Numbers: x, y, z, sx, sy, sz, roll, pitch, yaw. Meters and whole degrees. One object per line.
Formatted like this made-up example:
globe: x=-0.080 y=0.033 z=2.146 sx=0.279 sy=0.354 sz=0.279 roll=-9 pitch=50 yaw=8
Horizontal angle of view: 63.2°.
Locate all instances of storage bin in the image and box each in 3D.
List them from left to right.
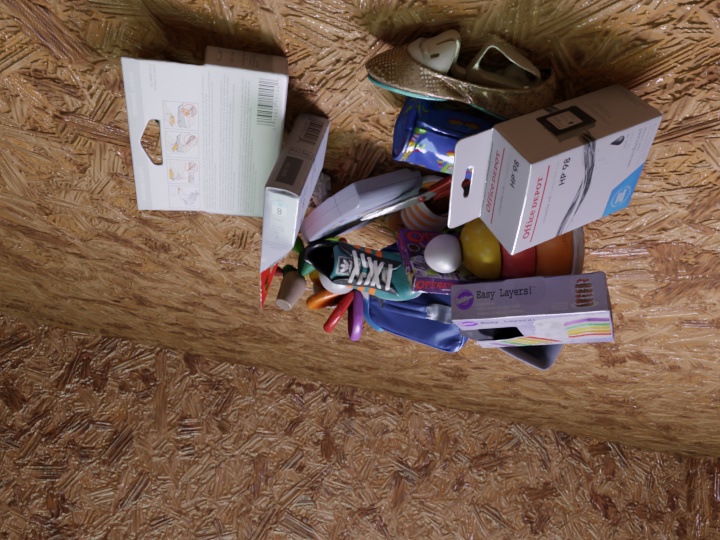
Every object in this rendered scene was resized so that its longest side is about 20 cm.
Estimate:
storage bin: x=0.295 y=0.078 z=1.127 sx=0.197 sy=0.149 sz=0.133 roll=26 pitch=-177 yaw=-37

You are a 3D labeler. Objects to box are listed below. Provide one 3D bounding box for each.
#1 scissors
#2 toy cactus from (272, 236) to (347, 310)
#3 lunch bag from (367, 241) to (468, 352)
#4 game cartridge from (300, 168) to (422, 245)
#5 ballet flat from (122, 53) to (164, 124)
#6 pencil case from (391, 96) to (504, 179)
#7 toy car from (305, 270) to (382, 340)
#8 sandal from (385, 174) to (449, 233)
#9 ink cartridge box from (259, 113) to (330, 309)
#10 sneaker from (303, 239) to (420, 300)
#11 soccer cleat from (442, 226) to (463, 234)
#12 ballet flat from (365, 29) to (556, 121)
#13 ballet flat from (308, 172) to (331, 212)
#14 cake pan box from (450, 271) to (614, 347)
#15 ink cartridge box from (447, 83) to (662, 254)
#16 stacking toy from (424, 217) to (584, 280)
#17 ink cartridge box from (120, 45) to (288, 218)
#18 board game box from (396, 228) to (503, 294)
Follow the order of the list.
scissors: x=0.096 y=-0.099 z=0.789 sx=0.196 sy=0.014 sz=0.073 roll=-29 pitch=148 yaw=23
toy cactus: x=-0.108 y=-0.011 z=1.046 sx=0.197 sy=0.168 sz=0.102 roll=-18 pitch=127 yaw=45
lunch bag: x=0.099 y=0.030 z=0.920 sx=0.195 sy=0.141 sz=0.131 roll=14 pitch=-157 yaw=28
game cartridge: x=-0.011 y=-0.089 z=0.857 sx=0.131 sy=0.043 sz=0.199 roll=-25 pitch=179 yaw=-30
ballet flat: x=-0.211 y=-0.183 z=0.735 sx=0.076 sy=0.063 sz=0.201 roll=51 pitch=179 yaw=36
pencil case: x=0.133 y=-0.142 z=0.666 sx=0.193 sy=0.081 sz=0.087 roll=13 pitch=174 yaw=-7
toy car: x=-0.018 y=0.063 z=1.194 sx=0.193 sy=0.155 sz=0.175 roll=13 pitch=160 yaw=-6
sandal: x=0.094 y=-0.078 z=0.890 sx=0.077 sy=0.061 sz=0.206 roll=15 pitch=160 yaw=-15
ink cartridge box: x=-0.086 y=-0.070 z=0.752 sx=0.046 sy=0.163 sz=0.204 roll=12 pitch=134 yaw=1
sneaker: x=0.000 y=0.000 z=0.859 sx=0.195 sy=0.074 sz=0.079 roll=14 pitch=-172 yaw=32
soccer cleat: x=0.148 y=-0.037 z=1.000 sx=0.195 sy=0.067 sz=0.083 roll=-10 pitch=-177 yaw=35
ballet flat: x=0.103 y=-0.199 z=0.577 sx=0.193 sy=0.072 sz=0.066 roll=11 pitch=135 yaw=-8
ballet flat: x=-0.131 y=-0.137 z=0.841 sx=0.194 sy=0.074 sz=0.071 roll=18 pitch=159 yaw=-19
cake pan box: x=0.225 y=0.057 z=0.765 sx=0.193 sy=0.054 sz=0.184 roll=-5 pitch=159 yaw=23
ink cartridge box: x=0.189 y=-0.095 z=0.586 sx=0.195 sy=0.067 sz=0.118 roll=-21 pitch=140 yaw=-15
stacking toy: x=0.178 y=-0.038 z=0.762 sx=0.192 sy=0.151 sz=0.147 roll=-7 pitch=160 yaw=1
ink cartridge box: x=-0.177 y=-0.156 z=0.683 sx=0.170 sy=0.046 sz=0.204 roll=3 pitch=135 yaw=-12
board game box: x=0.154 y=-0.009 z=0.828 sx=0.193 sy=0.121 sz=0.033 roll=5 pitch=120 yaw=-13
